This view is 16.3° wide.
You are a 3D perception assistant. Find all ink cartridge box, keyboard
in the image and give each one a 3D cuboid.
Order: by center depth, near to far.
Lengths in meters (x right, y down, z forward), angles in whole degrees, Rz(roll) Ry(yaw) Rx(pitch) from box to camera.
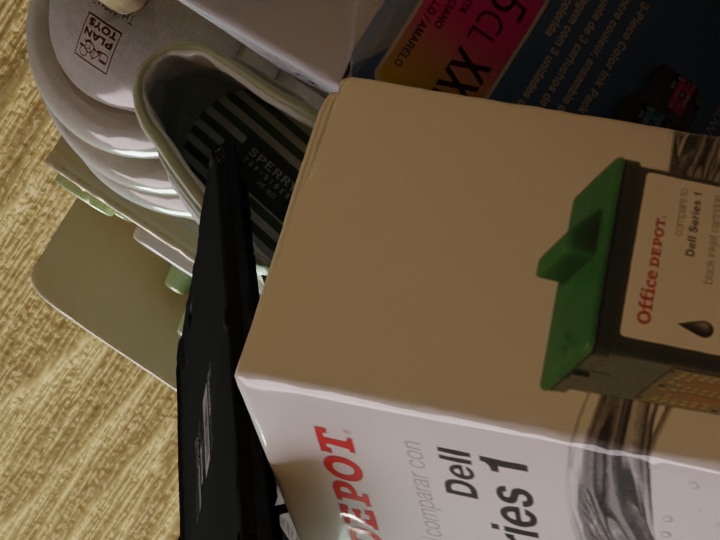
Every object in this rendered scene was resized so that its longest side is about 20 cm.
[{"bbox_3d":[0.085,0.043,0.562,0.200,0.084,0.146,10,149,17],"label":"ink cartridge box"},{"bbox_3d":[-0.024,0.053,0.634,0.040,0.104,0.200,8,-151,-8],"label":"keyboard"},{"bbox_3d":[0.061,-0.043,0.664,0.200,0.076,0.136,34,-179,-29],"label":"ink cartridge box"}]

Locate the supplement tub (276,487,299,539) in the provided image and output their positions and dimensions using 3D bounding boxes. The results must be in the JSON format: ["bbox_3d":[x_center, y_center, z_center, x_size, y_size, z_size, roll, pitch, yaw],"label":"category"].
[{"bbox_3d":[0.033,0.085,0.847,0.122,0.123,0.200,33,-179,-13],"label":"supplement tub"}]

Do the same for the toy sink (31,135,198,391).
[{"bbox_3d":[-0.045,-0.044,1.042,0.130,0.200,0.112,34,-179,6],"label":"toy sink"}]

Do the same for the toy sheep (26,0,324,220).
[{"bbox_3d":[-0.052,-0.083,0.890,0.138,0.138,0.200,33,180,27],"label":"toy sheep"}]

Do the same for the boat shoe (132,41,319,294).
[{"bbox_3d":[0.000,0.000,0.715,0.200,0.072,0.062,36,178,38],"label":"boat shoe"}]
